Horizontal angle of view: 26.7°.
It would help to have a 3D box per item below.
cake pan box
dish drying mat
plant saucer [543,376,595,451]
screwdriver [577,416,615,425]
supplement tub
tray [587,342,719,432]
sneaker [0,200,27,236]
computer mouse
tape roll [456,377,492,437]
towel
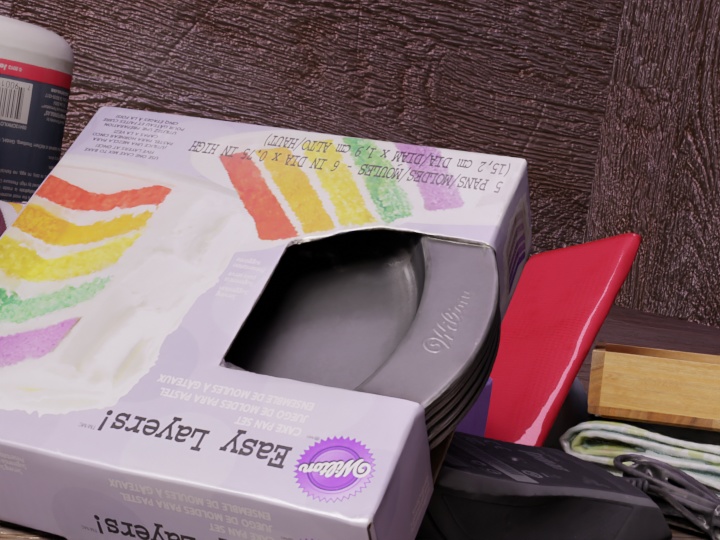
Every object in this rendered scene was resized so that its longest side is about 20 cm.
[{"bbox_3d":[-0.047,0.021,0.554,0.197,0.053,0.185,10,47,20],"label":"cake pan box"},{"bbox_3d":[0.092,0.043,0.812,0.076,0.018,0.200,-15,24,35],"label":"dish drying mat"},{"bbox_3d":[0.048,0.048,0.886,0.198,0.039,0.202,13,24,-6],"label":"plant saucer"},{"bbox_3d":[0.180,0.112,0.908,0.199,0.028,0.029,23,27,-51],"label":"screwdriver"},{"bbox_3d":[-0.255,-0.055,0.924,0.138,0.203,0.140,10,2,0],"label":"supplement tub"},{"bbox_3d":[0.181,0.065,0.865,0.097,0.038,0.200,6,-1,10],"label":"tray"},{"bbox_3d":[-0.193,-0.008,0.854,0.199,0.075,0.091,32,35,-15],"label":"sneaker"},{"bbox_3d":[0.093,0.105,0.575,0.198,0.047,0.140,12,8,-40],"label":"computer mouse"},{"bbox_3d":[-0.043,0.063,0.681,0.197,0.067,0.200,9,3,0],"label":"tape roll"},{"bbox_3d":[0.221,0.112,0.798,0.170,0.049,0.199,13,4,41],"label":"towel"}]
